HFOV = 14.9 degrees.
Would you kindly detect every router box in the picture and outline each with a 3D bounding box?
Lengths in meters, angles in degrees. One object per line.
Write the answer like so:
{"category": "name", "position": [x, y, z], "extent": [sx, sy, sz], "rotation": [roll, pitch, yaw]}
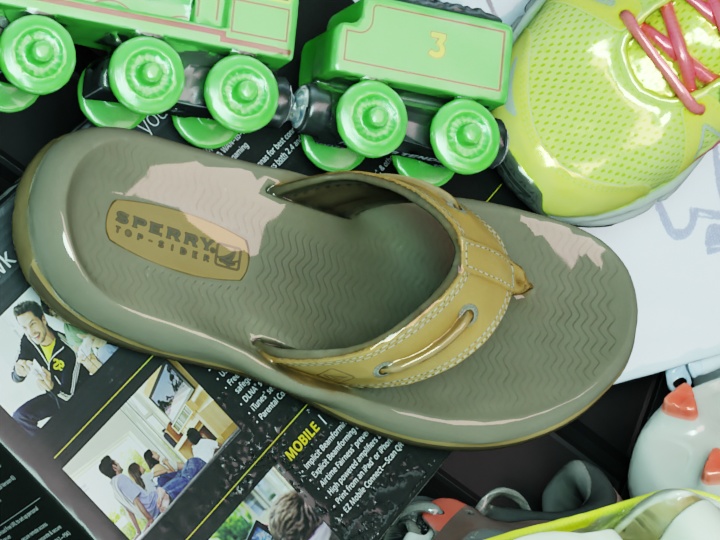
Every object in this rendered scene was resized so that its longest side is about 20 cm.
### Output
{"category": "router box", "position": [-0.037, 0.014, 0.824], "extent": [0.149, 0.051, 0.200], "rotation": [48, 54, -7]}

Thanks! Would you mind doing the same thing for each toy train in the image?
{"category": "toy train", "position": [-0.046, -0.066, 0.788], "extent": [0.200, 0.042, 0.056], "rotation": [10, 79, -22]}

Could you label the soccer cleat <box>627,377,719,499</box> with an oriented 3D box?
{"category": "soccer cleat", "position": [0.185, 0.051, 0.933], "extent": [0.200, 0.078, 0.069], "rotation": [-15, 55, -8]}

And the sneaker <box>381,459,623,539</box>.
{"category": "sneaker", "position": [0.020, 0.115, 0.855], "extent": [0.200, 0.077, 0.082], "rotation": [-21, 72, -44]}

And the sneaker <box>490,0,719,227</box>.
{"category": "sneaker", "position": [0.121, -0.088, 0.875], "extent": [0.200, 0.090, 0.078], "rotation": [-38, 93, -24]}

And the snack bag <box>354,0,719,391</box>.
{"category": "snack bag", "position": [0.091, -0.052, 0.934], "extent": [0.200, 0.021, 0.189], "rotation": [-16, 90, -16]}

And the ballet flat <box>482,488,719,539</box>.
{"category": "ballet flat", "position": [0.073, 0.096, 0.804], "extent": [0.200, 0.067, 0.067], "rotation": [-9, 53, -38]}

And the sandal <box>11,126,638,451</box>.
{"category": "sandal", "position": [0.000, 0.000, 0.785], "extent": [0.200, 0.054, 0.080], "rotation": [15, 63, -27]}

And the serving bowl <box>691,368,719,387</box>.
{"category": "serving bowl", "position": [0.209, 0.006, 1.019], "extent": [0.200, 0.066, 0.200], "rotation": [11, 72, -36]}
